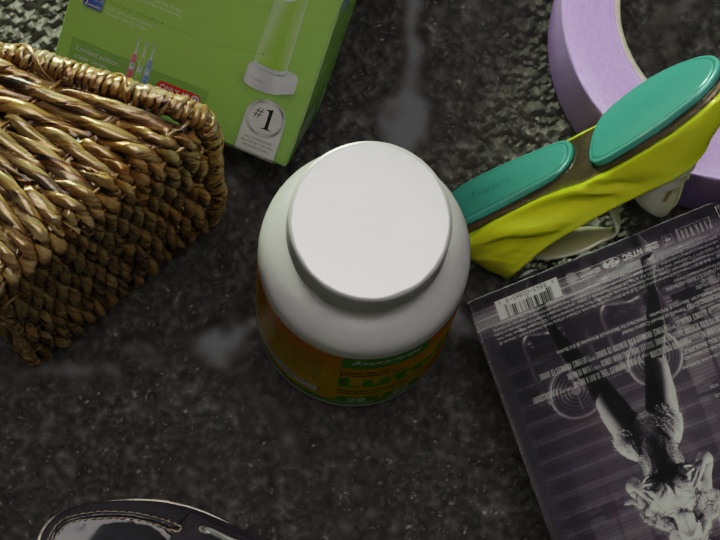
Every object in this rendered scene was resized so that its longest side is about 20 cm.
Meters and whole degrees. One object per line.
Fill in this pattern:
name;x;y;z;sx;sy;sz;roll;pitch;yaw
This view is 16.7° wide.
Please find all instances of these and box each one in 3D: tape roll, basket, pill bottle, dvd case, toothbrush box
tape roll;0.210;-0.138;1.419;0.199;0.066;0.201;1;77;-4
basket;-0.169;-0.060;1.308;0.149;0.200;0.143;-38;79;-9
pill bottle;0.000;0.000;1.301;0.110;0.200;0.112;1;76;-3
dvd case;0.158;0.083;1.315;0.148;0.016;0.201;-22;79;14
toothbrush box;-0.069;-0.181;1.347;0.145;0.201;0.086;21;31;3

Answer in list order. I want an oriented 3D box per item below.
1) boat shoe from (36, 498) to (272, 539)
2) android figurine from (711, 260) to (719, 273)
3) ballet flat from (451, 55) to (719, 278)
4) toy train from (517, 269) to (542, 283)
boat shoe;-0.079;0.164;1.326;0.199;0.063;0.073;15;76;1
android figurine;0.274;0.013;1.364;0.182;0.041;0.200;36;87;-20
ballet flat;0.136;-0.051;1.352;0.067;0.199;0.067;47;34;-23
toy train;0.136;0.091;1.360;0.042;0.056;0.201;-26;79;6
